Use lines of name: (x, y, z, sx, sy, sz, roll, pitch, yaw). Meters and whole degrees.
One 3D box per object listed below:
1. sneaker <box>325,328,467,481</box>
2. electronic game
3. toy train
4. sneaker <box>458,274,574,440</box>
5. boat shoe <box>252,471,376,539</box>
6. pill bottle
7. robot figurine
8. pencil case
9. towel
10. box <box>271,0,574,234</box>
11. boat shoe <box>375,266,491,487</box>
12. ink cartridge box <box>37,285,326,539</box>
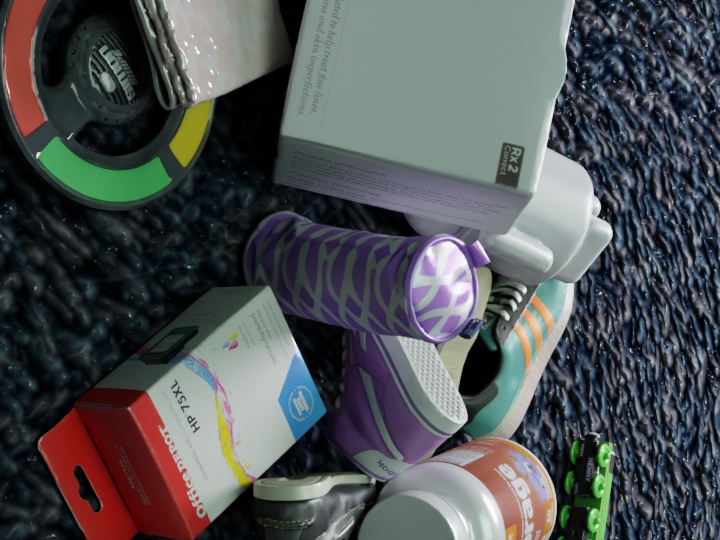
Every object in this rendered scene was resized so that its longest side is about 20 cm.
sneaker: (0.001, 0.073, 1.443, 0.072, 0.114, 0.201, 23, 34, -39)
electronic game: (-0.178, -0.142, 1.291, 0.199, 0.041, 0.202, 1, 89, -46)
toy train: (0.207, 0.251, 1.688, 0.056, 0.042, 0.201, 28, 69, -53)
sneaker: (0.125, 0.047, 1.583, 0.080, 0.071, 0.201, 40, 63, -43)
boat shoe: (-0.035, 0.185, 1.378, 0.200, 0.071, 0.068, 6, 79, -75)
pill bottle: (0.076, 0.203, 1.460, 0.200, 0.111, 0.113, -11, 98, -65)
robot figurine: (0.114, -0.060, 1.527, 0.199, 0.170, 0.113, 25, 114, -25)
pencil case: (0.000, 0.000, 1.365, 0.086, 0.199, 0.084, -54, 131, -25)
towel: (-0.120, -0.227, 1.317, 0.191, 0.032, 0.201, -39, 116, -63)
box: (0.049, -0.153, 1.400, 0.199, 0.131, 0.200, 13, 76, -3)
boat shoe: (0.046, 0.084, 1.510, 0.074, 0.063, 0.203, 21, 88, -63)
ink cartridge box: (-0.126, 0.112, 1.321, 0.200, 0.067, 0.117, -42, 118, -38)
